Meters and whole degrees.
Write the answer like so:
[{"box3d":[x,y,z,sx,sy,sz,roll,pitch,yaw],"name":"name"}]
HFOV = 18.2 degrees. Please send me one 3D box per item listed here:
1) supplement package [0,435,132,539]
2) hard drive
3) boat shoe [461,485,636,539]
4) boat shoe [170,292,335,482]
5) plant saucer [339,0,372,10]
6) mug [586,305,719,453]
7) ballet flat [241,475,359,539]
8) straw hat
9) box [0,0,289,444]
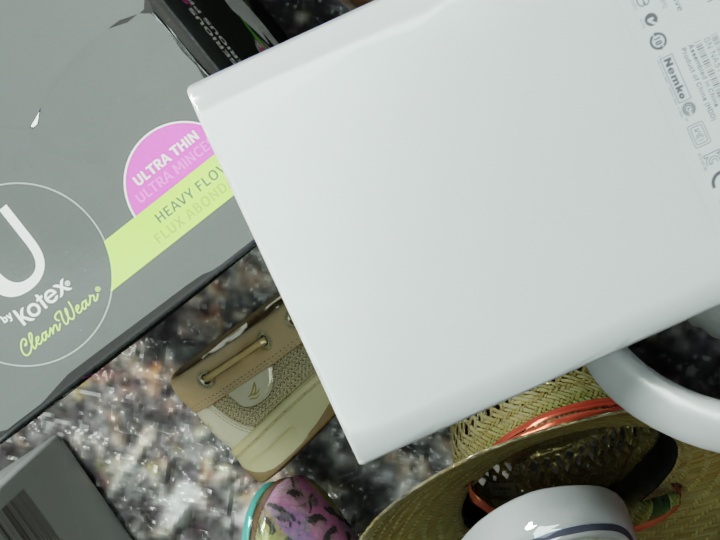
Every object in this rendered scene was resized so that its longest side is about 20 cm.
[{"box3d":[-0.186,0.199,0.947,0.200,0.152,0.151,-32,95,19],"name":"supplement package"},{"box3d":[0.064,-0.039,0.708,0.200,0.025,0.132,-24,100,3],"name":"hard drive"},{"box3d":[0.069,0.154,0.864,0.071,0.070,0.200,-6,146,-13],"name":"boat shoe"},{"box3d":[0.000,0.000,0.894,0.065,0.071,0.200,43,111,-1],"name":"boat shoe"},{"box3d":[0.061,-0.170,0.824,0.199,0.032,0.201,0,125,0],"name":"plant saucer"},{"box3d":[0.150,-0.021,0.792,0.175,0.200,0.148,23,148,12],"name":"mug"},{"box3d":[-0.009,0.181,0.937,0.071,0.069,0.201,15,116,33],"name":"ballet flat"},{"box3d":[0.076,0.067,0.879,0.201,0.201,0.085,-24,57,18],"name":"straw hat"},{"box3d":[-0.097,-0.043,0.826,0.148,0.200,0.124,-39,93,9],"name":"box"}]
